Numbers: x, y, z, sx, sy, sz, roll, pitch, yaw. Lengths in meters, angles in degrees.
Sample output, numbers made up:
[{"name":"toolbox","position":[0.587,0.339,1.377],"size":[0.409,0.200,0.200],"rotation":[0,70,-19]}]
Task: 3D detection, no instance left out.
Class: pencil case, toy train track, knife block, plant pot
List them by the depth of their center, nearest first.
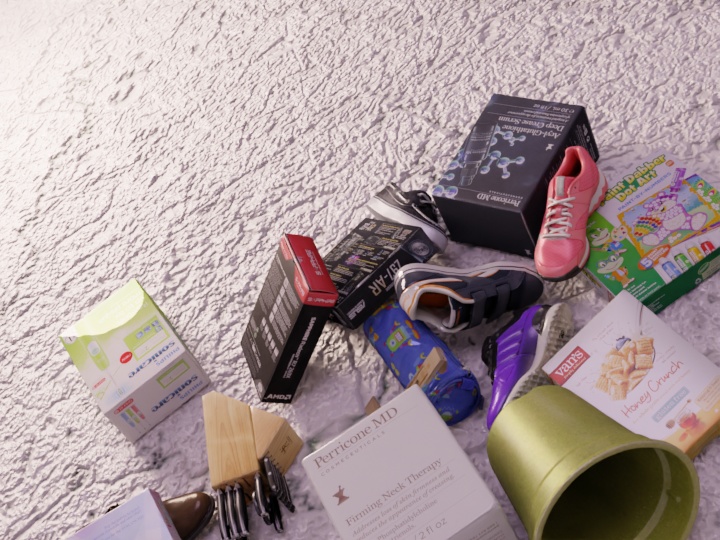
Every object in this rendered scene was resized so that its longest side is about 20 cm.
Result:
[{"name":"plant pot","position":[0.235,0.225,1.320],"size":[0.200,0.201,0.184],"rotation":[-35,32,-4]},{"name":"toy train track","position":[0.059,0.176,1.489],"size":[0.201,0.032,0.115],"rotation":[-59,35,29]},{"name":"pencil case","position":[0.079,0.115,1.558],"size":[0.087,0.078,0.200],"rotation":[-52,43,13]},{"name":"knife block","position":[-0.164,0.264,1.568],"size":[0.199,0.064,0.176],"rotation":[16,60,37]}]

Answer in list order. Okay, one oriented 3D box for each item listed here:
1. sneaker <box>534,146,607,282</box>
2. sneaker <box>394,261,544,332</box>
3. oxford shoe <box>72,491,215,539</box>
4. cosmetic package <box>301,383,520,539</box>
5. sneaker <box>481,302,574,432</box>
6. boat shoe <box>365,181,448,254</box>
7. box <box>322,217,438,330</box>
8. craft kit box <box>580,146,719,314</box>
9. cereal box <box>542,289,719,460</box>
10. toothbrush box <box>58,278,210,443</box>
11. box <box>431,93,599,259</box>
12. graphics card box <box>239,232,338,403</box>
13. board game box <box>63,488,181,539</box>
[{"name":"sneaker","position":[0.261,-0.077,1.566],"size":[0.073,0.087,0.201],"rotation":[1,53,30]},{"name":"sneaker","position":[0.145,0.039,1.557],"size":[0.199,0.079,0.080],"rotation":[-1,39,-7]},{"name":"oxford shoe","position":[-0.283,0.333,1.559],"size":[0.199,0.085,0.073],"rotation":[-25,43,4]},{"name":"cosmetic package","position":[0.066,0.278,1.361],"size":[0.167,0.167,0.200],"rotation":[-33,43,-2]},{"name":"sneaker","position":[0.189,0.125,1.507],"size":[0.099,0.070,0.201],"rotation":[4,50,39]},{"name":"boat shoe","position":[0.077,-0.082,1.717],"size":[0.068,0.072,0.200],"rotation":[-49,28,-3]},{"name":"box","position":[0.000,0.000,1.667],"size":[0.160,0.044,0.200],"rotation":[-43,19,-13]},{"name":"craft kit box","position":[0.376,-0.048,1.570],"size":[0.199,0.049,0.198],"rotation":[-35,42,-4]},{"name":"cereal box","position":[0.330,0.134,1.411],"size":[0.144,0.040,0.200],"rotation":[-43,55,-5]},{"name":"toothbrush box","position":[-0.331,0.128,1.762],"size":[0.145,0.086,0.200],"rotation":[-37,46,-6]},{"name":"box","position":[0.218,-0.134,1.682],"size":[0.148,0.107,0.201],"rotation":[14,60,35]},{"name":"graphics card box","position":[-0.099,0.067,1.630],"size":[0.201,0.051,0.126],"rotation":[-65,33,30]},{"name":"board game box","position":[-0.296,0.406,1.478],"size":[0.199,0.043,0.200],"rotation":[-31,70,0]}]
